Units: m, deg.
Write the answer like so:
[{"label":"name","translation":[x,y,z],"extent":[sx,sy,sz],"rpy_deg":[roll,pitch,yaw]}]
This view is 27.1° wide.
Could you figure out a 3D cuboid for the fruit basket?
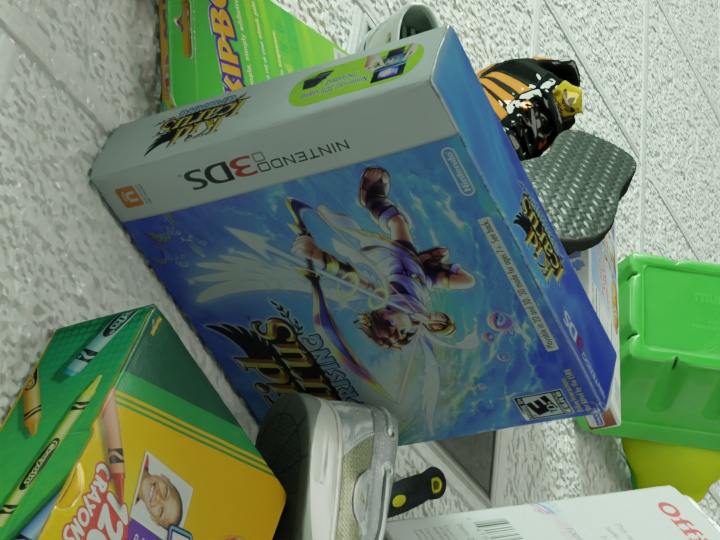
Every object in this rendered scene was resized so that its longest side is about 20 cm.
[{"label":"fruit basket","translation":[0.265,0.093,1.191],"extent":[0.216,0.214,0.157],"rpy_deg":[44,43,-46]}]

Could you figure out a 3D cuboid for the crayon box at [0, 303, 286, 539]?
[{"label":"crayon box","translation":[-0.105,0.126,0.584],"extent":[0.119,0.058,0.201],"rpy_deg":[59,33,-31]}]

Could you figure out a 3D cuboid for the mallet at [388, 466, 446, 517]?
[{"label":"mallet","translation":[0.003,0.121,0.818],"extent":[0.200,0.041,0.067],"rpy_deg":[-21,101,-66]}]

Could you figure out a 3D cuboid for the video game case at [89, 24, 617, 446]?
[{"label":"video game case","translation":[0.000,0.000,0.701],"extent":[0.201,0.180,0.046],"rpy_deg":[59,35,-31]}]

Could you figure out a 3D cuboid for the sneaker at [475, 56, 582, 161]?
[{"label":"sneaker","translation":[0.105,-0.104,1.013],"extent":[0.200,0.089,0.071],"rpy_deg":[-64,134,-63]}]

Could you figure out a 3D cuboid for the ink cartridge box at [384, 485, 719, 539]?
[{"label":"ink cartridge box","translation":[0.112,0.190,0.741],"extent":[0.198,0.148,0.086],"rpy_deg":[0,121,-31]}]

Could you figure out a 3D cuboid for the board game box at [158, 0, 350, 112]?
[{"label":"board game box","translation":[-0.051,-0.098,0.811],"extent":[0.200,0.030,0.097],"rpy_deg":[27,55,-59]}]

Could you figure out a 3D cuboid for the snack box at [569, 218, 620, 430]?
[{"label":"snack box","translation":[0.152,0.005,0.991],"extent":[0.201,0.024,0.072],"rpy_deg":[-82,151,-44]}]

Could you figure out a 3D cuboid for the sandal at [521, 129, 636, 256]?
[{"label":"sandal","translation":[0.125,-0.038,0.931],"extent":[0.200,0.075,0.048],"rpy_deg":[-32,148,-60]}]

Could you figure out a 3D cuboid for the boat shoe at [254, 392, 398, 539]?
[{"label":"boat shoe","translation":[-0.017,0.160,0.690],"extent":[0.064,0.074,0.204],"rpy_deg":[9,75,-31]}]

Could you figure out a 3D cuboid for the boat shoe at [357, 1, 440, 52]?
[{"label":"boat shoe","translation":[0.035,-0.063,0.893],"extent":[0.073,0.067,0.202],"rpy_deg":[-9,74,-20]}]
